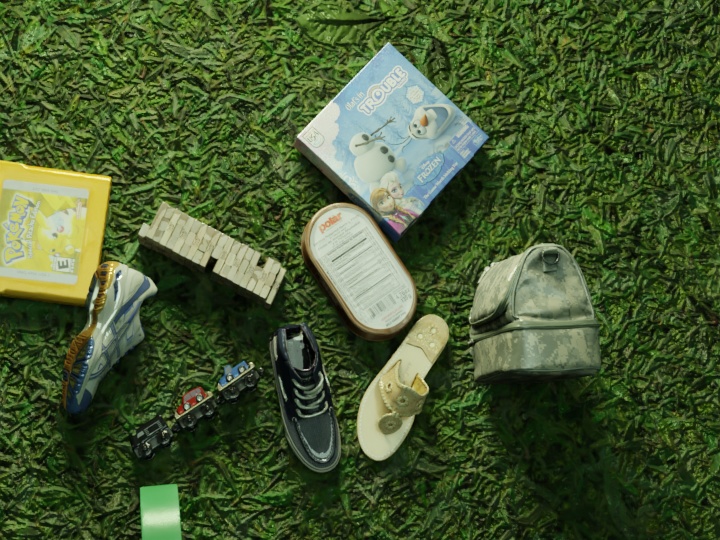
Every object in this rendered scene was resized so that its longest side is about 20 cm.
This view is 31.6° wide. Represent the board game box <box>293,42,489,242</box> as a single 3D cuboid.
[{"bbox_3d":[0.044,-0.180,1.778,0.199,0.043,0.200,42,73,2],"label":"board game box"}]

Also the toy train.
[{"bbox_3d":[-0.214,0.178,1.665,0.199,0.034,0.046,-33,72,-14],"label":"toy train"}]

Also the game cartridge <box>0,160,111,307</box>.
[{"bbox_3d":[-0.438,-0.051,1.678,0.197,0.032,0.179,7,77,-9],"label":"game cartridge"}]

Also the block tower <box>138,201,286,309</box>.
[{"bbox_3d":[-0.197,-0.021,1.699,0.198,0.054,0.058,26,74,-3],"label":"block tower"}]

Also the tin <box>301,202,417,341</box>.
[{"bbox_3d":[0.000,0.000,1.737,0.111,0.042,0.201,-33,85,-19],"label":"tin"}]

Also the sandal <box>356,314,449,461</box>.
[{"bbox_3d":[0.059,0.149,1.695,0.077,0.070,0.214,29,75,-2],"label":"sandal"}]

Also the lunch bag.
[{"bbox_3d":[0.223,0.060,1.679,0.137,0.200,0.171,1,81,-12],"label":"lunch bag"}]

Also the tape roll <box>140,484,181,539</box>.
[{"bbox_3d":[-0.238,0.362,1.532,0.047,0.200,0.204,-4,78,-10],"label":"tape roll"}]

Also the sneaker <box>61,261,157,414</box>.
[{"bbox_3d":[-0.321,0.094,1.644,0.087,0.075,0.203,20,90,-34],"label":"sneaker"}]

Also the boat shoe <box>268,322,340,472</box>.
[{"bbox_3d":[-0.072,0.163,1.658,0.074,0.093,0.203,-18,81,-13],"label":"boat shoe"}]
